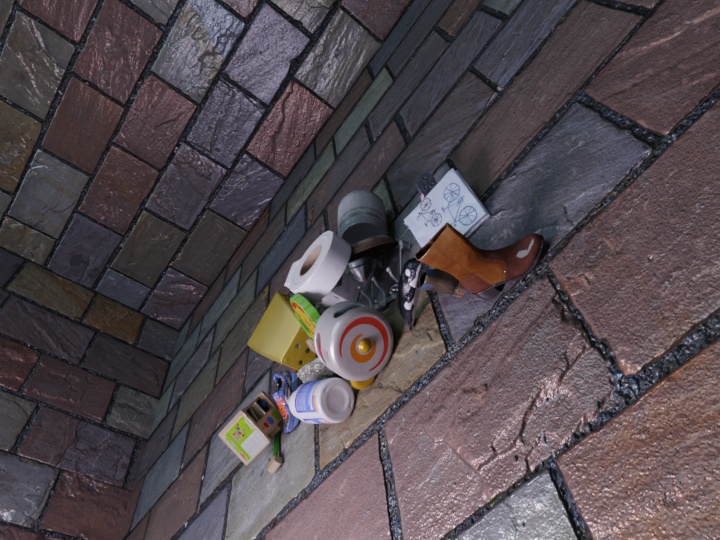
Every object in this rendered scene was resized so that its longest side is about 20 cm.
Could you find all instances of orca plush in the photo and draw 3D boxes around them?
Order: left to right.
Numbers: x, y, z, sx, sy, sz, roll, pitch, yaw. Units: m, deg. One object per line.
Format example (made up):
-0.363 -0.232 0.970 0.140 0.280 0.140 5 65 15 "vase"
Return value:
0.104 0.048 1.228 0.201 0.070 0.106 85 -152 -51 "orca plush"

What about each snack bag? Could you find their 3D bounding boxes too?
0.214 -0.133 1.317 0.200 0.021 0.190 -46 48 23 "snack bag"

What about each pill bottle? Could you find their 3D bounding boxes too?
-0.112 0.350 1.375 0.199 0.111 0.113 -23 42 53 "pill bottle"

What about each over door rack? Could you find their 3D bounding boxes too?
0.062 0.015 1.472 0.147 0.066 0.202 -33 35 45 "over door rack"

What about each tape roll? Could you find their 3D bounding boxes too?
-0.113 -0.010 1.439 0.202 0.071 0.203 -46 21 24 "tape roll"

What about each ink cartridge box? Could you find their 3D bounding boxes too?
-0.120 0.045 1.632 0.145 0.199 0.085 -24 40 53 "ink cartridge box"

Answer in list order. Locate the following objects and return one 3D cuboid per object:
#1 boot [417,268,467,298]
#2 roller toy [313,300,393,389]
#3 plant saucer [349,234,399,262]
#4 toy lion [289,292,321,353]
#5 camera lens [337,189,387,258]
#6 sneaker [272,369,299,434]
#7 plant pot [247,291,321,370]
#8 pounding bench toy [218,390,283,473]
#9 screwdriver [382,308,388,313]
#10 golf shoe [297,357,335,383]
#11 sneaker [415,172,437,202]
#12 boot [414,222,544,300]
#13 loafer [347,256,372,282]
0.170 0.014 1.186 0.200 0.096 0.076 -156 79 -78 "boot"
-0.016 0.178 1.291 0.139 0.181 0.202 12 74 63 "roller toy"
0.015 -0.061 1.516 0.200 0.199 0.037 -30 77 49 "plant saucer"
-0.133 0.146 1.417 0.068 0.193 0.200 -38 13 -17 "toy lion"
0.005 -0.150 1.659 0.160 0.159 0.201 -46 27 28 "camera lens"
-0.232 0.398 1.572 0.075 0.078 0.202 -47 42 40 "sneaker"
-0.202 0.218 1.633 0.176 0.199 0.201 29 89 54 "plant pot"
-0.291 0.498 1.567 0.124 0.200 0.156 -47 -5 21 "pounding bench toy"
0.019 0.156 1.446 0.199 0.028 0.029 -34 64 43 "screwdriver"
-0.089 0.263 1.472 0.198 0.079 0.097 -25 20 24 "golf shoe"
0.209 -0.175 1.418 0.069 0.082 0.202 -19 57 12 "sneaker"
0.237 -0.045 1.022 0.188 0.199 0.069 -40 30 37 "boot"
0.000 0.000 1.453 0.071 0.064 0.200 -19 0 5 "loafer"
